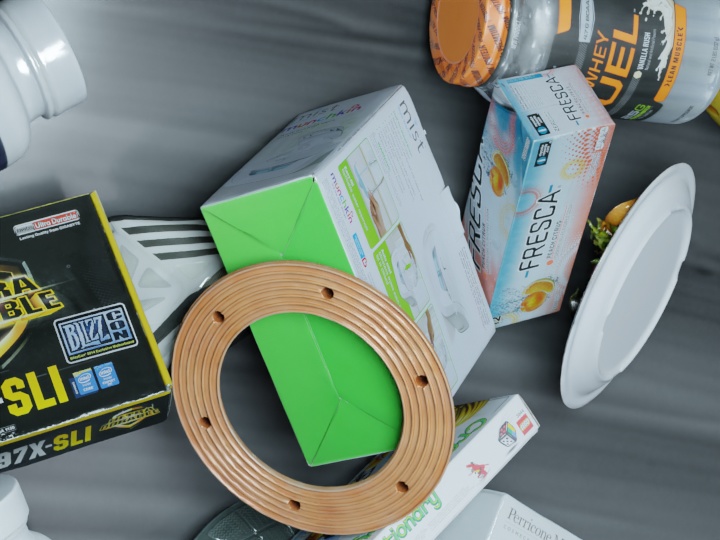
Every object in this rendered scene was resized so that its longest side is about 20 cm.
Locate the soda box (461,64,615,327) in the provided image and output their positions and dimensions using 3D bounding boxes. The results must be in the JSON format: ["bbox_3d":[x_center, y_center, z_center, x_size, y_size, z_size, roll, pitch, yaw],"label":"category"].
[{"bbox_3d":[0.120,-0.049,1.432,0.068,0.064,0.201,-13,141,-21],"label":"soda box"}]

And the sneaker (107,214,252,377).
[{"bbox_3d":[-0.170,0.035,1.388,0.200,0.076,0.116,-34,72,7],"label":"sneaker"}]

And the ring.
[{"bbox_3d":[-0.031,0.083,1.317,0.199,0.019,0.202,9,118,16],"label":"ring"}]

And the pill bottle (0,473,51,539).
[{"bbox_3d":[-0.243,0.248,1.355,0.115,0.116,0.202,-23,106,-18],"label":"pill bottle"}]

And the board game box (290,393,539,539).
[{"bbox_3d":[0.025,0.166,1.416,0.200,0.126,0.035,-42,104,-32],"label":"board game box"}]

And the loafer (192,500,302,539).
[{"bbox_3d":[-0.104,0.222,1.447,0.199,0.063,0.072,-32,81,-28],"label":"loafer"}]

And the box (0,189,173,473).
[{"bbox_3d":[-0.239,0.048,1.288,0.198,0.049,0.161,-16,65,-17],"label":"box"}]

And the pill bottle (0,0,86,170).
[{"bbox_3d":[-0.281,-0.100,1.285,0.199,0.111,0.112,-30,108,-16],"label":"pill bottle"}]

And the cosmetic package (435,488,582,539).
[{"bbox_3d":[0.079,0.266,1.431,0.101,0.071,0.201,32,73,-32],"label":"cosmetic package"}]

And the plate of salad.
[{"bbox_3d":[0.193,0.009,1.494,0.200,0.048,0.201,-48,154,-34],"label":"plate of salad"}]

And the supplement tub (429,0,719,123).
[{"bbox_3d":[0.158,-0.174,1.452,0.198,0.122,0.124,3,97,-23],"label":"supplement tub"}]

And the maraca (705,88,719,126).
[{"bbox_3d":[0.302,-0.194,1.514,0.106,0.137,0.202,3,90,12],"label":"maraca"}]

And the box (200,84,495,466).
[{"bbox_3d":[0.000,0.000,1.380,0.201,0.096,0.177,68,28,-18],"label":"box"}]
